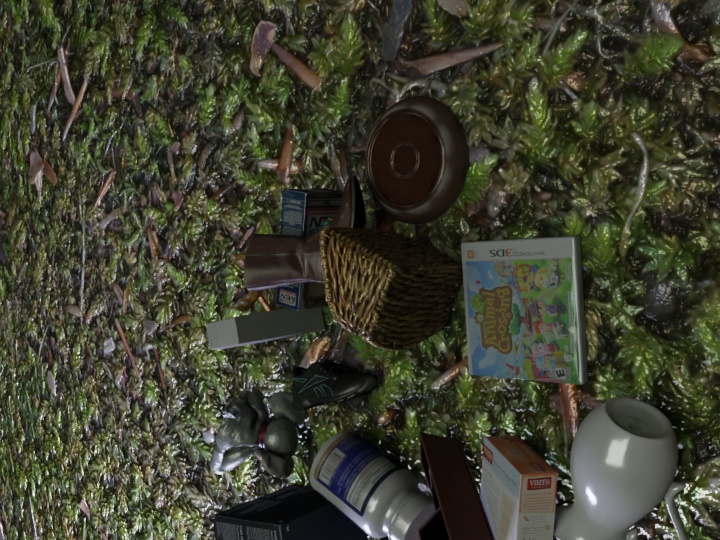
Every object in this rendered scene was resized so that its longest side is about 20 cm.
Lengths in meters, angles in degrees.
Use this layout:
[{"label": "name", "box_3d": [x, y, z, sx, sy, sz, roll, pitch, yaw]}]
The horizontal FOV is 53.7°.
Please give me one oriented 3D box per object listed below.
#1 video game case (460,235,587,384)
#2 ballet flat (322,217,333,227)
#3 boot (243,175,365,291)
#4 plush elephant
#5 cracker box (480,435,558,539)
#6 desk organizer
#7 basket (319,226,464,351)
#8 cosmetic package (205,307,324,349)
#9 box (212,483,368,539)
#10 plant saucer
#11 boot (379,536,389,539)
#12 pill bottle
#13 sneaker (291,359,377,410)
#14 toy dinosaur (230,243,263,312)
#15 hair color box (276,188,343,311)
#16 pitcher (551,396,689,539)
[{"label": "video game case", "box_3d": [0.228, 0.055, 1.010, 0.182, 0.022, 0.201, -2, 94, 42]}, {"label": "ballet flat", "box_3d": [0.000, 0.000, 1.179, 0.074, 0.074, 0.201, -26, 81, 40]}, {"label": "boot", "box_3d": [-0.095, -0.060, 1.134, 0.199, 0.064, 0.187, -4, 66, 17]}, {"label": "plush elephant", "box_3d": [-0.182, 0.308, 1.332, 0.154, 0.165, 0.200, 22, 152, 1]}, {"label": "cracker box", "box_3d": [0.214, 0.348, 0.988, 0.134, 0.057, 0.201, -140, 51, -76]}, {"label": "desk organizer", "box_3d": [0.124, 0.339, 1.037, 0.072, 0.077, 0.200, -57, 29, 30]}, {"label": "basket", "box_3d": [0.032, 0.027, 1.060, 0.149, 0.200, 0.143, 29, 109, 34]}, {"label": "cosmetic package", "box_3d": [-0.162, 0.098, 1.240, 0.082, 0.200, 0.051, -17, 83, 42]}, {"label": "box", "box_3d": [-0.121, 0.456, 1.244, 0.182, 0.200, 0.105, -12, 85, 42]}, {"label": "plant saucer", "box_3d": [0.076, -0.172, 1.114, 0.200, 0.032, 0.201, 5, 97, 42]}, {"label": "boot", "box_3d": [-0.007, 0.537, 1.151, 0.066, 0.200, 0.166, 13, 103, 40]}, {"label": "pill bottle", "box_3d": [0.024, 0.360, 1.159, 0.200, 0.119, 0.120, 29, 113, 36]}, {"label": "sneaker", "box_3d": [-0.056, 0.194, 1.242, 0.200, 0.075, 0.080, -19, 80, 41]}, {"label": "toy dinosaur", "box_3d": [-0.153, -0.003, 1.197, 0.200, 0.060, 0.106, -36, 103, 34]}, {"label": "hair color box", "box_3d": [-0.086, -0.038, 1.225, 0.060, 0.100, 0.201, 14, 104, 39]}, {"label": "pitcher", "box_3d": [0.340, 0.271, 0.883, 0.171, 0.121, 0.201, 20, 119, 23]}]
